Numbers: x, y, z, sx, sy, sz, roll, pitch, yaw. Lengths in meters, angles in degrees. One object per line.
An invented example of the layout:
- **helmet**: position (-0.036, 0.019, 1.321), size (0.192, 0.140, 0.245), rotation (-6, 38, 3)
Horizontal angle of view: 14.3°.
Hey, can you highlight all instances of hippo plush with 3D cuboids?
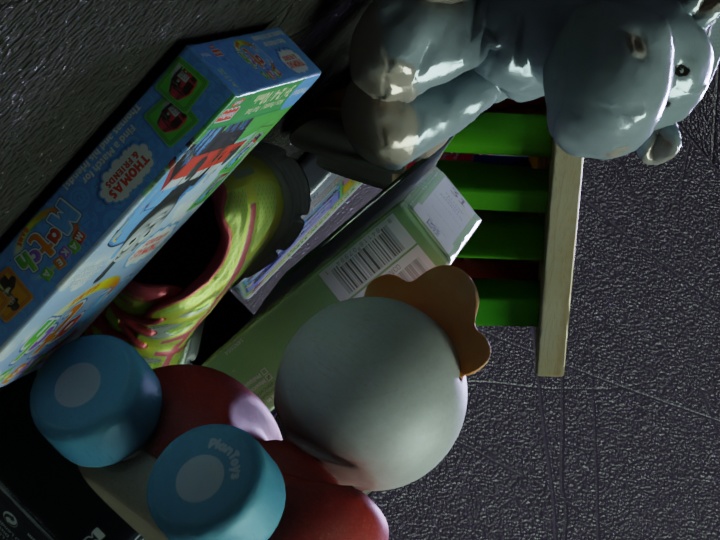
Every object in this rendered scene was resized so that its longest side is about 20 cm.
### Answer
- **hippo plush**: position (0.095, -0.103, 1.499), size (0.160, 0.160, 0.200), rotation (-67, 166, 21)

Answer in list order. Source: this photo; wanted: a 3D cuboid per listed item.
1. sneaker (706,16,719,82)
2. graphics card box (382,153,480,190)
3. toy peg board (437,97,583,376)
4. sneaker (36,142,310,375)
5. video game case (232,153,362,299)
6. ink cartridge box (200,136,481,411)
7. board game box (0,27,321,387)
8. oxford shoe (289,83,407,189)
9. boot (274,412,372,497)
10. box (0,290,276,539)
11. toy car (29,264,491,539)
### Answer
- **sneaker**: position (0.177, -0.186, 1.541), size (0.073, 0.071, 0.201), rotation (-4, 120, -56)
- **graphics card box**: position (0.086, -0.117, 1.998), size (0.126, 0.051, 0.200), rotation (-59, 177, 21)
- **toy peg board**: position (0.086, -0.073, 1.807), size (0.200, 0.097, 0.201), rotation (-87, 179, -51)
- **sneaker**: position (-0.115, 0.012, 1.491), size (0.200, 0.078, 0.090), rotation (-53, 165, 18)
- **video game case**: position (-0.017, -0.066, 1.913), size (0.200, 0.022, 0.182), rotation (-46, 175, -5)
- **ink cartridge box**: position (0.000, 0.000, 1.560), size (0.145, 0.048, 0.200), rotation (-40, -178, 18)
- **board game box**: position (-0.113, -0.026, 1.328), size (0.200, 0.037, 0.151), rotation (-46, 176, 16)
- **oxford shoe**: position (0.003, -0.094, 1.695), size (0.200, 0.071, 0.072), rotation (46, 63, -86)
- **boot**: position (-0.028, 0.126, 1.622), size (0.200, 0.073, 0.151), rotation (-68, -178, -62)
- **box**: position (-0.159, 0.117, 1.655), size (0.197, 0.117, 0.200), rotation (-43, 175, -36)
- **toy car**: position (-0.024, 0.070, 1.417), size (0.200, 0.177, 0.185), rotation (-48, 142, -11)
